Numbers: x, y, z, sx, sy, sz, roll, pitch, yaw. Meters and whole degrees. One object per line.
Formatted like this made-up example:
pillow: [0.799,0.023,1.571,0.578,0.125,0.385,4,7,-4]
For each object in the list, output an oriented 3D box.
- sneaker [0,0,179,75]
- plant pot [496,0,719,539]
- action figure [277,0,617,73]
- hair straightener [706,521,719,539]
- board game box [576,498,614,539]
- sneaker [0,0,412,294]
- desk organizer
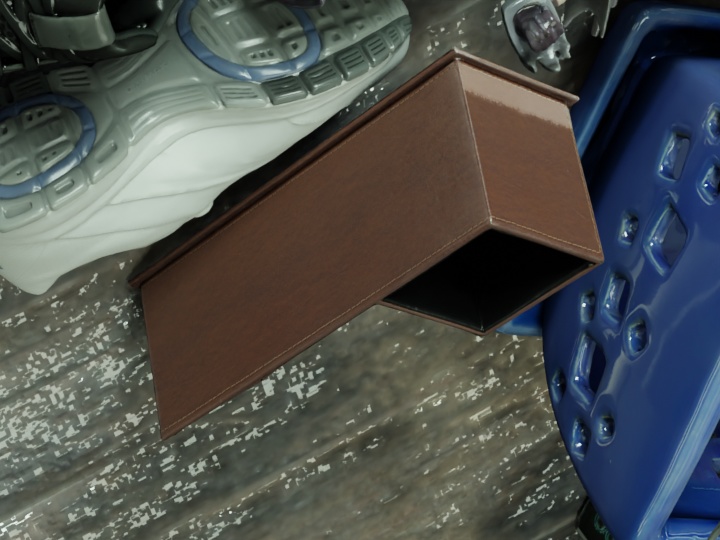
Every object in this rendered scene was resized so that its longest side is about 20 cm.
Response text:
sneaker: [-0.123,-0.103,1.014,0.199,0.100,0.070,-29,134,-10]
plant pot: [0.182,-0.002,1.244,0.199,0.180,0.201,3,124,-36]
action figure: [0.050,-0.141,1.109,0.199,0.069,0.131,-7,99,-32]
hair straightener: [0.208,0.081,1.181,0.199,0.041,0.077,-19,134,-13]
board game box: [0.220,0.167,1.446,0.199,0.135,0.028,7,120,-38]
sneaker: [-0.071,-0.059,1.124,0.199,0.075,0.087,-25,152,-8]
desk organizer: [0.000,0.000,1.144,0.071,0.077,0.200,17,141,-41]
